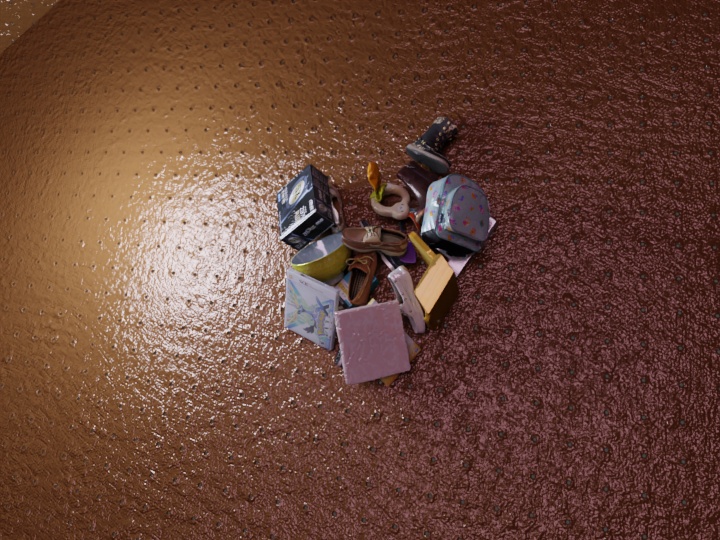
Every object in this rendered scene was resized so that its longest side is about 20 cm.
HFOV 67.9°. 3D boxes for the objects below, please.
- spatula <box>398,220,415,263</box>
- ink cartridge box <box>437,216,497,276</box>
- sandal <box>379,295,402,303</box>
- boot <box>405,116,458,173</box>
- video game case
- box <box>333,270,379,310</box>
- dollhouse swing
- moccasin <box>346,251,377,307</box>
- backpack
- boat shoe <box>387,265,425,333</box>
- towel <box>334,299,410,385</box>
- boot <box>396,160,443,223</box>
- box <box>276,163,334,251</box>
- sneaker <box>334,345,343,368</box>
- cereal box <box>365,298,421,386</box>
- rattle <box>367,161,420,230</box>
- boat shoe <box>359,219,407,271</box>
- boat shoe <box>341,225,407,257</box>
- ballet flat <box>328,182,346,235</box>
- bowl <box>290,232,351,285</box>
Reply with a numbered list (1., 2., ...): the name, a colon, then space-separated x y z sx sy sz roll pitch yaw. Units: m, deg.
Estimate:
1. spatula: 0.130 -0.112 1.614 0.054 0.021 0.205 4 54 -15
2. ink cartridge box: 0.286 -0.103 1.582 0.161 0.050 0.203 38 95 22
3. sandal: 0.072 0.122 1.567 0.211 0.078 0.069 -44 34 -9
4. boot: 0.242 -0.387 1.637 0.151 0.073 0.199 -45 37 -5
5. video game case: -0.146 0.115 1.570 0.178 0.022 0.206 23 124 24
6. box: -0.040 0.075 1.610 0.200 0.049 0.082 -46 67 -2
7. dollhouse swing: 0.172 0.031 1.481 0.173 0.200 0.185 31 83 21
8. moccasin: -0.001 0.000 1.550 0.072 0.078 0.208 8 74 29
9. backpack: 0.266 -0.162 1.478 0.171 0.152 0.207 15 68 -24
10. boat shoe: 0.125 0.092 1.505 0.068 0.071 0.206 -25 103 -16
11. towel: 0.033 0.194 1.457 0.184 0.032 0.208 -11 98 -7
12. boot: 0.169 -0.237 1.603 0.164 0.073 0.200 35 53 16
13. box: -0.174 -0.195 1.656 0.162 0.085 0.205 -33 48 28
14. sneaker: -0.005 0.197 1.565 0.085 0.076 0.206 23 71 -9
15. cereal box: 0.055 0.201 1.497 0.200 0.040 0.144 45 88 -11
16. rattle: 0.114 -0.227 1.601 0.127 0.146 0.200 -20 45 -31
17. boat shoe: 0.067 -0.082 1.614 0.061 0.075 0.202 -37 69 3
18. boat shoe: 0.043 -0.097 1.529 0.192 0.075 0.078 8 55 -5
19. ballet flat: -0.089 -0.207 1.701 0.066 0.067 0.205 -23 68 4
20. bowl: -0.102 -0.020 1.613 0.195 0.201 0.110 -23 110 8
